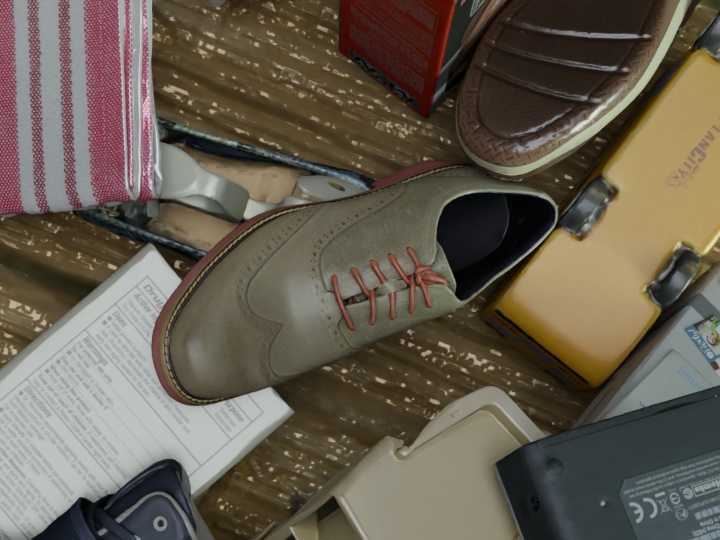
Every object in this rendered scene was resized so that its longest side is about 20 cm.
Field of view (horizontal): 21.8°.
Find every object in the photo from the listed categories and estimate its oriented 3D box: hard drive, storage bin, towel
[{"bbox_3d":[0.147,0.146,0.704,0.139,0.033,0.200,-13,74,-29],"label":"hard drive"},{"bbox_3d":[0.044,0.168,0.785,0.199,0.200,0.094,47,58,1],"label":"storage bin"},{"bbox_3d":[-0.182,-0.093,0.854,0.200,0.030,0.147,-5,82,21],"label":"towel"}]

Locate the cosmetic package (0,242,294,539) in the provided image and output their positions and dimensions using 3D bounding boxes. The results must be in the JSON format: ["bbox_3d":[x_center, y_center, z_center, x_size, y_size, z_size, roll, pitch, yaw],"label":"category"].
[{"bbox_3d":[-0.138,0.091,0.850,0.200,0.073,0.104,-40,90,-7],"label":"cosmetic package"}]

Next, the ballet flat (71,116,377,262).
[{"bbox_3d":[-0.052,-0.027,0.871,0.200,0.074,0.074,14,84,-4],"label":"ballet flat"}]

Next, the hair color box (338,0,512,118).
[{"bbox_3d":[0.042,-0.144,0.821,0.061,0.200,0.102,38,83,4],"label":"hair color box"}]

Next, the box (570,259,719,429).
[{"bbox_3d":[0.175,0.095,0.829,0.156,0.041,0.200,45,39,3],"label":"box"}]

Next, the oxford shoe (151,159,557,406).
[{"bbox_3d":[0.000,0.000,0.814,0.200,0.075,0.071,-31,110,-30],"label":"oxford shoe"}]

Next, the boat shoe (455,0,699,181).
[{"bbox_3d":[0.116,-0.110,0.876,0.075,0.075,0.202,32,68,20],"label":"boat shoe"}]

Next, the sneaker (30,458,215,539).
[{"bbox_3d":[-0.149,0.111,0.765,0.202,0.077,0.146,41,95,-12],"label":"sneaker"}]

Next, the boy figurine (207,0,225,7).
[{"bbox_3d":[-0.052,-0.186,0.889,0.199,0.064,0.125,3,82,-1],"label":"boy figurine"}]

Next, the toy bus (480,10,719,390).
[{"bbox_3d":[0.144,-0.040,0.883,0.065,0.078,0.200,38,83,0],"label":"toy bus"}]

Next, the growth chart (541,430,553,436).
[{"bbox_3d":[0.115,0.178,0.848,0.200,0.145,0.018,42,41,2],"label":"growth chart"}]
